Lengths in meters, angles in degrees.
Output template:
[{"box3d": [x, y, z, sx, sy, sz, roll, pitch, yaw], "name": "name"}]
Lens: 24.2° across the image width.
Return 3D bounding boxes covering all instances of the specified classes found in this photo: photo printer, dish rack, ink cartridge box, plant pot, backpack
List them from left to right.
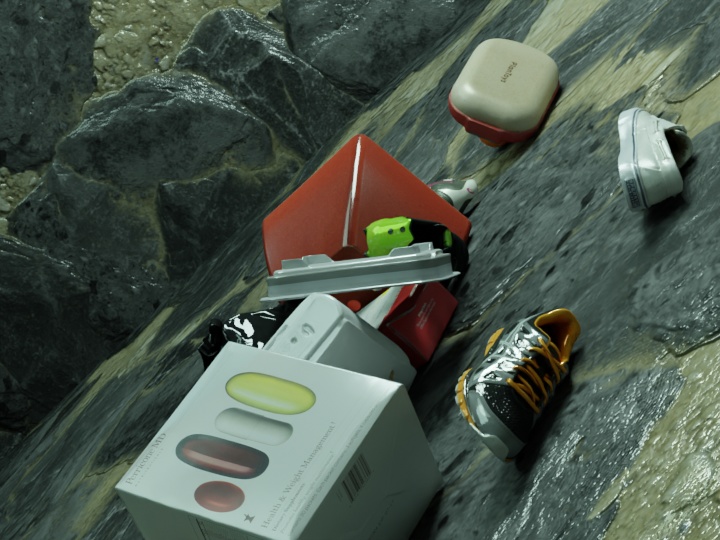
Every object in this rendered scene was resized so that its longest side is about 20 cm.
[{"box3d": [-0.096, 0.140, 1.881, 0.167, 0.127, 0.200, -11, -49, -30], "name": "backpack"}, {"box3d": [-0.034, 0.127, 1.769, 0.166, 0.200, 0.069, -50, 54, 0], "name": "photo printer"}, {"box3d": [0.000, 0.000, 1.800, 0.199, 0.044, 0.172, -6, 1, 12], "name": "dish rack"}, {"box3d": [0.001, -0.008, 2.089, 0.200, 0.200, 0.176, -41, 23, 29], "name": "plant pot"}, {"box3d": [0.037, 0.075, 1.940, 0.200, 0.067, 0.116, -37, 15, 41], "name": "ink cartridge box"}]

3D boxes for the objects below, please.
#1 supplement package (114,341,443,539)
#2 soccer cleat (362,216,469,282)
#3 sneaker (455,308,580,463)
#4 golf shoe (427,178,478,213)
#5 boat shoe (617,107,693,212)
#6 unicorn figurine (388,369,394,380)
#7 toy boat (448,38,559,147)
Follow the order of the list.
[{"box3d": [-0.069, 0.194, 1.505, 0.200, 0.147, 0.191, 11, 50, 33], "name": "supplement package"}, {"box3d": [0.083, -0.026, 1.967, 0.081, 0.068, 0.200, -12, -13, 33], "name": "soccer cleat"}, {"box3d": [0.142, 0.093, 1.474, 0.077, 0.078, 0.200, -34, 16, 30], "name": "sneaker"}, {"box3d": [0.097, -0.083, 2.306, 0.088, 0.077, 0.200, -29, 8, -17], "name": "golf shoe"}, {"box3d": [0.298, -0.118, 1.675, 0.070, 0.071, 0.200, -14, 17, 15], "name": "boat shoe"}, {"box3d": [-0.018, 0.194, 1.686, 0.200, 0.137, 0.074, -107, 19, -53], "name": "unicorn figurine"}, {"box3d": [0.196, -0.229, 2.335, 0.200, 0.130, 0.131, -58, -13, -45], "name": "toy boat"}]
